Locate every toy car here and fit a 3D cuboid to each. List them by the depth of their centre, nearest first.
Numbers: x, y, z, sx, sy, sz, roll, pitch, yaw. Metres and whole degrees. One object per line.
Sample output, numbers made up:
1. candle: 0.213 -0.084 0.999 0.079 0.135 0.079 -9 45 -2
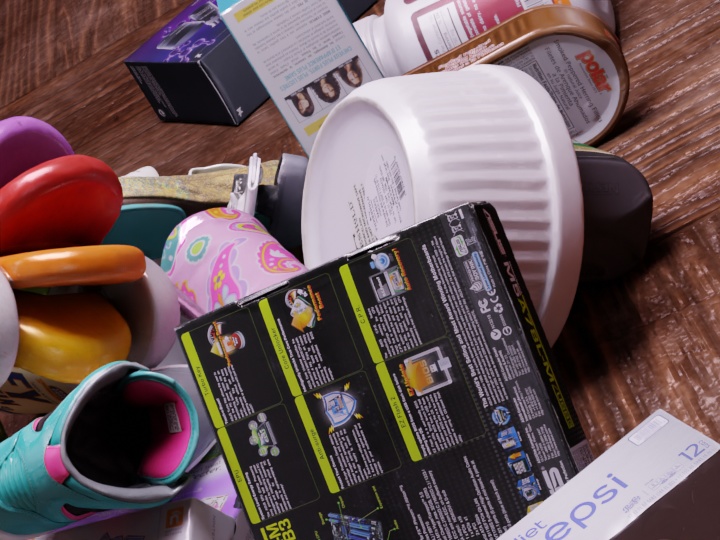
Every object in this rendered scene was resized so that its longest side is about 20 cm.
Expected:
1. toy car: -0.211 -0.017 1.310 0.175 0.150 0.200 -5 26 -45

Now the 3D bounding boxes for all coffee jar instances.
1. coffee jar: 0.111 -0.053 1.430 0.104 0.086 0.200 0 15 -22

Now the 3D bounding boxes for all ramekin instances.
1. ramekin: 0.042 -0.030 1.327 0.105 0.201 0.200 0 12 -27

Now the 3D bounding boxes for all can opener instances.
1. can opener: -0.070 0.014 1.453 0.067 0.200 0.053 6 27 -5

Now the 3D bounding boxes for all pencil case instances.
1. pencil case: -0.059 0.033 1.320 0.087 0.088 0.200 -35 35 -6

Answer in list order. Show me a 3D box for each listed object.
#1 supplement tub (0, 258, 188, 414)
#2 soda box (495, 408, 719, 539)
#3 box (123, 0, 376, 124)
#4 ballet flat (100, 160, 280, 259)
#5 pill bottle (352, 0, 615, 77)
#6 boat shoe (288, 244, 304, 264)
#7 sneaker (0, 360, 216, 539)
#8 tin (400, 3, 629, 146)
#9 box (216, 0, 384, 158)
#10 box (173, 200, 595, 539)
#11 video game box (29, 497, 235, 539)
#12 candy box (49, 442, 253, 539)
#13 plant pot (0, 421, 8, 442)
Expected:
1. supplement tub: -0.206 0.033 1.579 0.200 0.145 0.145 -5 36 44
2. soda box: 0.107 0.163 1.083 0.200 0.068 0.063 -38 27 -11
3. box: -0.104 -0.228 2.021 0.200 0.079 0.141 -44 30 -24
4. ballet flat: -0.124 -0.045 1.480 0.199 0.071 0.071 -4 16 -22
5. pill bottle: 0.093 -0.196 1.696 0.200 0.113 0.113 -22 27 19
6. boat shoe: -0.022 -0.014 1.556 0.200 0.071 0.069 1 13 31
7. sneaker: -0.123 0.090 1.225 0.121 0.084 0.200 -24 1 44
8. tin: 0.101 -0.114 1.543 0.200 0.112 0.042 -28 35 10
9. box: -0.025 -0.141 1.624 0.082 0.200 0.049 -29 25 5
10. box: 0.018 0.088 1.178 0.193 0.200 0.047 -24 -5 21
11. video game box: -0.165 0.236 1.203 0.200 0.047 0.183 -17 53 28
12. candy box: -0.110 0.154 1.340 0.167 0.072 0.200 -16 30 30
13. plant pot: -0.305 0.156 1.414 0.200 0.193 0.201 -25 25 13
